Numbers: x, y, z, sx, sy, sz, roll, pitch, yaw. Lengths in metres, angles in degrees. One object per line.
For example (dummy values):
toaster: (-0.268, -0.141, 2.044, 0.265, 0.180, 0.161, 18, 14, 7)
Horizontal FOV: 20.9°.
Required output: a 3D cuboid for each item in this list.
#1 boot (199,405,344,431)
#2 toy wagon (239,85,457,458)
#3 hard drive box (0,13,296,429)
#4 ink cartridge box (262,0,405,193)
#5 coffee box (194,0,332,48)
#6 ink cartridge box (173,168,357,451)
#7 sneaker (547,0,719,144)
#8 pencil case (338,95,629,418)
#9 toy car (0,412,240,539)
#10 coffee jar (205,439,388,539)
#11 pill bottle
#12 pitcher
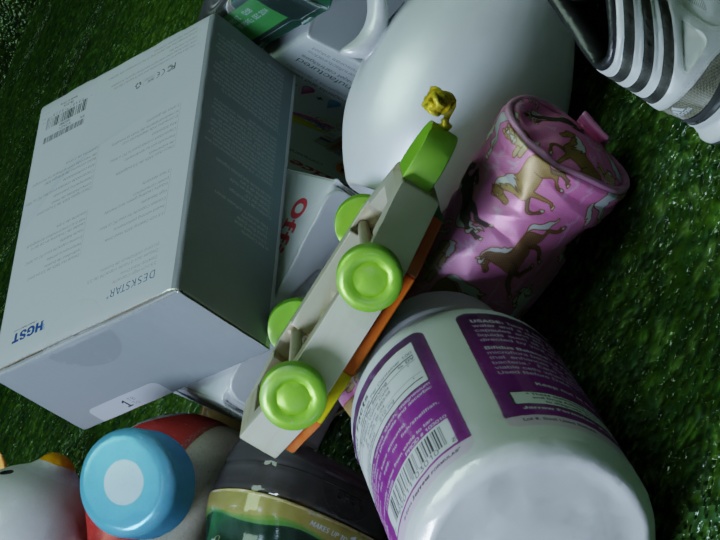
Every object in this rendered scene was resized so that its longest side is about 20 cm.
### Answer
boot: (-0.041, 0.075, 1.239, 0.200, 0.074, 0.076, -52, 30, 24)
toy wagon: (0.000, 0.000, 0.993, 0.200, 0.040, 0.155, -57, 7, 9)
hard drive box: (-0.125, -0.029, 1.150, 0.156, 0.077, 0.200, -23, 47, 35)
ink cartridge box: (0.005, -0.152, 1.270, 0.200, 0.145, 0.145, -22, 46, 62)
coffee box: (-0.029, -0.235, 1.176, 0.123, 0.044, 0.200, -15, 51, 62)
ink cartridge box: (-0.077, 0.012, 1.203, 0.200, 0.084, 0.145, 16, 76, 52)
sneaker: (0.156, -0.170, 0.956, 0.076, 0.115, 0.201, -34, 36, 55)
pencil case: (0.061, 0.003, 1.040, 0.200, 0.083, 0.087, -56, 22, 24)
toy car: (-0.171, 0.153, 1.169, 0.184, 0.200, 0.177, 24, -96, -67)
coffee jar: (-0.052, 0.195, 1.067, 0.085, 0.104, 0.200, -9, 59, 55)
pill bottle: (0.057, 0.085, 0.915, 0.112, 0.112, 0.200, -59, 20, 15)
pitcher: (0.047, -0.133, 1.103, 0.200, 0.171, 0.121, -66, 14, -4)
